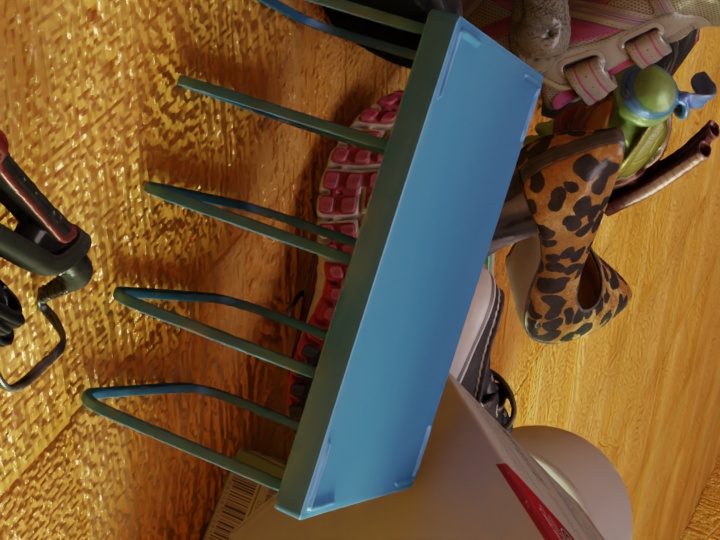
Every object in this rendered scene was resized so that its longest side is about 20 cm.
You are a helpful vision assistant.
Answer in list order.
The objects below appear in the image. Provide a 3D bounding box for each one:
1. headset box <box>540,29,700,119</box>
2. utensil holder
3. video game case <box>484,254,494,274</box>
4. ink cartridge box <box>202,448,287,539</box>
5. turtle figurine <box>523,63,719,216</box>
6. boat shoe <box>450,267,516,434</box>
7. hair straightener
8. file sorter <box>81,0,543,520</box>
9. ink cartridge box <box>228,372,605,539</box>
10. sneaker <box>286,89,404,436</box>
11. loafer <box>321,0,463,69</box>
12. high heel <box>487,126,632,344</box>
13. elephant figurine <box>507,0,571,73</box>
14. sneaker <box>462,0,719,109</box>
[{"bbox_3d":[0.215,-0.217,1.148,0.200,0.077,0.150,-47,149,-45],"label":"headset box"},{"bbox_3d":[0.118,0.205,1.144,0.200,0.169,0.171,1,108,-70],"label":"utensil holder"},{"bbox_3d":[0.044,0.049,1.020,0.200,0.024,0.183,-56,155,-38],"label":"video game case"},{"bbox_3d":[-0.045,0.190,0.880,0.147,0.048,0.200,-69,157,-6],"label":"ink cartridge box"},{"bbox_3d":[0.112,-0.093,0.953,0.194,0.198,0.145,103,-26,-71],"label":"turtle figurine"},{"bbox_3d":[0.051,0.082,0.827,0.070,0.066,0.201,-91,-164,-56],"label":"boat shoe"},{"bbox_3d":[-0.138,-0.010,0.485,0.077,0.041,0.200,-64,163,-16],"label":"hair straightener"},{"bbox_3d":[-0.021,-0.015,0.650,0.139,0.122,0.202,8,100,-69],"label":"file sorter"},{"bbox_3d":[0.060,0.179,0.773,0.144,0.146,0.200,-39,139,6],"label":"ink cartridge box"},{"bbox_3d":[0.000,0.000,0.805,0.075,0.080,0.202,-171,-81,-80],"label":"sneaker"},{"bbox_3d":[0.016,-0.157,0.695,0.200,0.072,0.073,58,51,-66],"label":"loafer"},{"bbox_3d":[0.138,-0.020,0.859,0.199,0.142,0.072,13,52,-46],"label":"high heel"},{"bbox_3d":[0.078,-0.226,0.721,0.155,0.141,0.200,-44,152,-8],"label":"elephant figurine"},{"bbox_3d":[0.130,-0.130,0.805,0.081,0.199,0.089,10,83,-62],"label":"sneaker"}]
